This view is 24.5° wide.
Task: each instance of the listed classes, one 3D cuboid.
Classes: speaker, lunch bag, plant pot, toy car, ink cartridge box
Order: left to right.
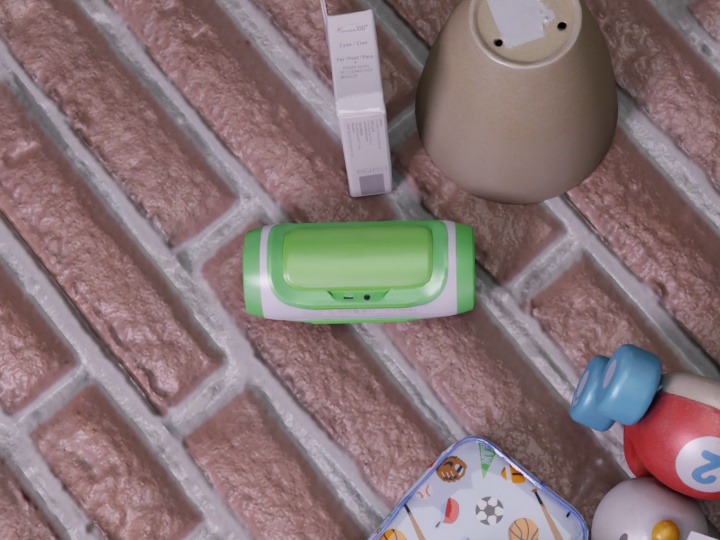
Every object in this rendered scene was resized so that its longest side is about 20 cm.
[{"bbox_3d":[-0.006,-0.179,1.438,0.045,0.200,0.177,-8,74,0],"label":"ink cartridge box"},{"bbox_3d":[0.000,0.000,1.448,0.199,0.088,0.089,-1,74,3],"label":"speaker"},{"bbox_3d":[0.087,0.251,1.377,0.160,0.076,0.200,39,79,10],"label":"lunch bag"},{"bbox_3d":[0.137,-0.177,1.431,0.187,0.200,0.188,-1,74,4],"label":"plant pot"},{"bbox_3d":[0.247,0.190,1.335,0.184,0.177,0.201,23,80,-2],"label":"toy car"}]

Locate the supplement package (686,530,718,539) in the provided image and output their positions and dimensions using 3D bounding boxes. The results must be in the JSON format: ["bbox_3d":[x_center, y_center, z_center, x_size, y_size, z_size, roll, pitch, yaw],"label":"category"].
[{"bbox_3d":[0.311,0.336,1.251,0.147,0.200,0.192,15,71,46],"label":"supplement package"}]
